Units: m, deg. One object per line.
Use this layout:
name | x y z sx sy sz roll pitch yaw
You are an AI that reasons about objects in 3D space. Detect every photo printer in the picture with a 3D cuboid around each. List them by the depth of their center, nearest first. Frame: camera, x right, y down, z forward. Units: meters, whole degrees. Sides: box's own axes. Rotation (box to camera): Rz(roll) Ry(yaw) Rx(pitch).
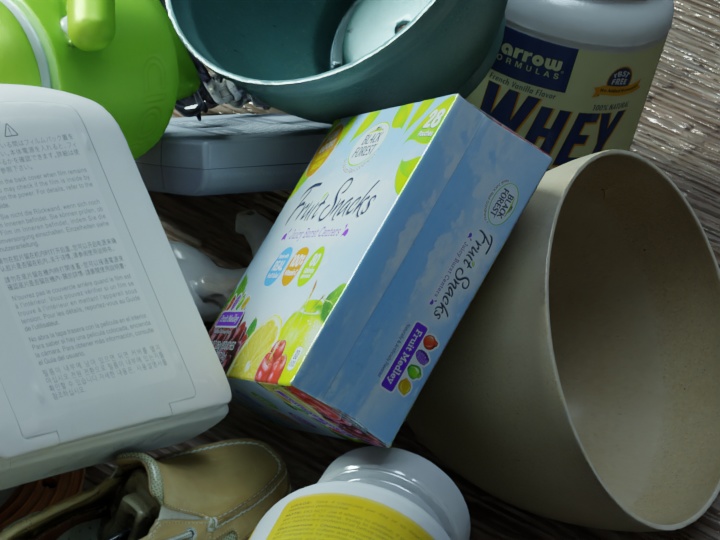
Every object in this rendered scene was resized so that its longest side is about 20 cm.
photo printer | -0.168 0.002 1.193 0.166 0.069 0.200 -13 74 -46

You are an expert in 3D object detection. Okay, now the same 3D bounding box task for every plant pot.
plant pot | 0.096 0.045 1.296 0.134 0.200 0.200 -11 20 34
plant pot | 0.005 -0.164 1.398 0.200 0.134 0.200 -12 60 23

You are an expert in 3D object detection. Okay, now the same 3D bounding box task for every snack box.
snack box | 0.000 0.000 1.255 0.068 0.169 0.200 33 -9 -17

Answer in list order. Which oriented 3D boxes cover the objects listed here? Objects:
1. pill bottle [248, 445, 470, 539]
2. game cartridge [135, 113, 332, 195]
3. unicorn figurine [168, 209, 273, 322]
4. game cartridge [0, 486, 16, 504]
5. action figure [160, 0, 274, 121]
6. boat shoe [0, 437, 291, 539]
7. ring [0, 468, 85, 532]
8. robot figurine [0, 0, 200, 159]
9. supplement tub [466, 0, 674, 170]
pill bottle | -0.013 0.168 1.120 0.112 0.112 0.200 17 34 11
game cartridge | -0.081 -0.072 1.472 0.133 0.040 0.200 -1 7 -21
unicorn figurine | -0.113 0.006 1.391 0.137 0.074 0.200 25 44 5
game cartridge | -0.248 0.093 1.200 0.133 0.040 0.200 27 37 18
action figure | -0.080 -0.149 1.548 0.119 0.102 0.200 -13 6 8
boat shoe | -0.106 0.123 1.199 0.072 0.076 0.200 30 38 28
ring | -0.243 0.102 1.250 0.200 0.019 0.200 8 33 -5
robot figurine | -0.182 -0.106 1.336 0.200 0.175 0.116 -16 77 -50
supplement tub | 0.113 -0.133 1.521 0.145 0.200 0.145 12 29 -7
